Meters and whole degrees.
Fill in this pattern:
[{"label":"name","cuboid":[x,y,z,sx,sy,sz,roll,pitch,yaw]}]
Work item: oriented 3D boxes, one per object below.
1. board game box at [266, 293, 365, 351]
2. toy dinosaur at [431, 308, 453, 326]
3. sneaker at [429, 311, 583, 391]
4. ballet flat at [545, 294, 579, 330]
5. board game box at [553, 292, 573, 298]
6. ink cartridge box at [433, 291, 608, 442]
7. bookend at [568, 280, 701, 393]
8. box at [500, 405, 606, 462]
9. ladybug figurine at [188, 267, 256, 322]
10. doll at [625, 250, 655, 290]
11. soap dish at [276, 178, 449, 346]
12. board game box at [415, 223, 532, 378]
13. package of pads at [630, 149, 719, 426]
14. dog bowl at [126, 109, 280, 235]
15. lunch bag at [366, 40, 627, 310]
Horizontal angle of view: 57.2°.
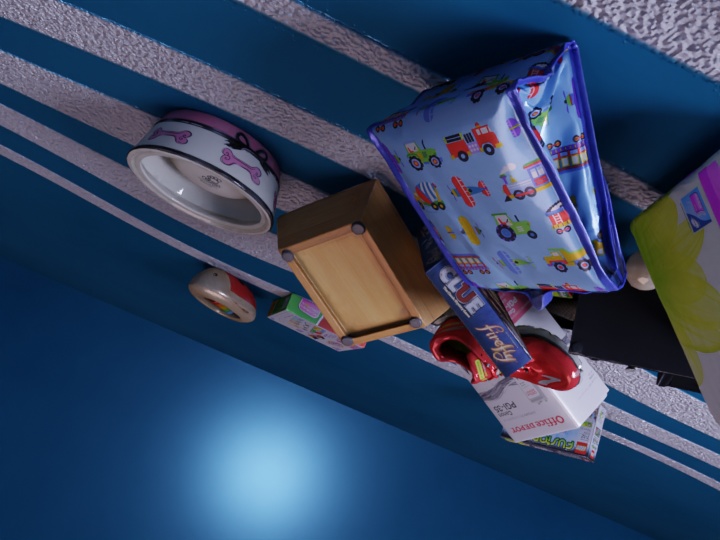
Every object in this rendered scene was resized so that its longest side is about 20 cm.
[{"label":"board game box","cuboid":[-0.098,0.121,1.483,0.198,0.041,0.153,28,161,-18]},{"label":"toy dinosaur","cuboid":[0.129,0.072,1.069,0.087,0.048,0.199,-8,156,33]},{"label":"sneaker","cuboid":[0.170,0.112,0.801,0.198,0.085,0.078,14,129,42]},{"label":"ballet flat","cuboid":[0.254,0.062,0.912,0.198,0.047,0.067,1,152,47]},{"label":"board game box","cuboid":[0.164,-0.038,0.734,0.101,0.048,0.200,6,156,38]},{"label":"ink cartridge box","cuboid":[0.217,0.125,0.908,0.201,0.082,0.146,53,149,3]},{"label":"bookend","cuboid":[0.351,0.089,0.759,0.197,0.093,0.199,11,166,22]},{"label":"box","cuboid":[0.397,0.318,1.367,0.198,0.111,0.035,2,154,44]},{"label":"ladybug figurine","cuboid":[-0.299,0.054,1.473,0.134,0.073,0.200,12,159,27]},{"label":"doll","cuboid":[0.352,0.020,0.620,0.197,0.049,0.138,13,119,16]},{"label":"soap dish","cuboid":[0.000,0.000,0.825,0.156,0.082,0.201,-17,119,31]},{"label":"board game box","cuboid":[0.117,0.018,0.723,0.136,0.034,0.200,51,-169,-11]},{"label":"package of pads","cuboid":[0.302,0.017,0.512,0.067,0.203,0.155,-15,164,-10]},{"label":"dog bowl","cuboid":[-0.191,-0.126,0.846,0.198,0.075,0.201,20,161,7]},{"label":"lunch bag","cuboid":[0.118,-0.054,0.532,0.150,0.094,0.202,-2,120,50]}]
